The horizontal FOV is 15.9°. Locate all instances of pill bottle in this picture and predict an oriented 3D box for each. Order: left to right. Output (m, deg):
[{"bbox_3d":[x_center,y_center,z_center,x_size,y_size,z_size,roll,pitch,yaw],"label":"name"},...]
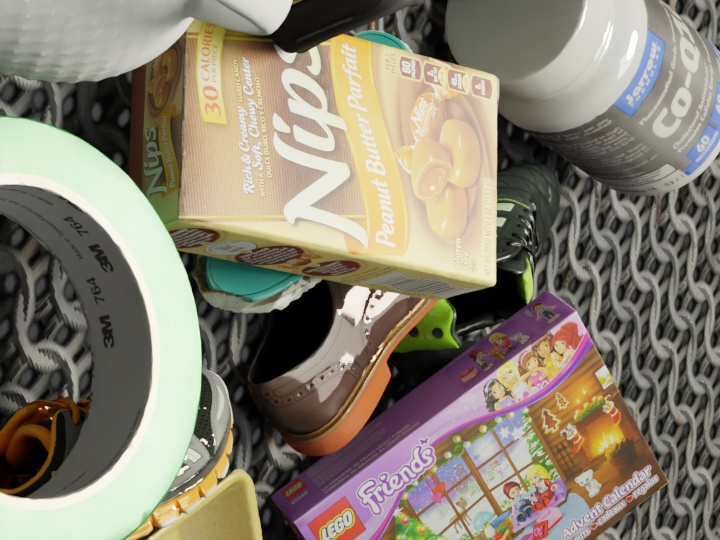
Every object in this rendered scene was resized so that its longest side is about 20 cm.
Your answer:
[{"bbox_3d":[0.138,-0.125,1.556,0.200,0.113,0.114,27,75,-55],"label":"pill bottle"}]

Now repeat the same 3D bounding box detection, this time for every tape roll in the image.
[{"bbox_3d":[-0.160,0.034,1.148,0.200,0.048,0.202,13,71,-42],"label":"tape roll"}]

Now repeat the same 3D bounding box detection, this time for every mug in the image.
[{"bbox_3d":[-0.119,-0.146,1.093,0.148,0.199,0.175,-66,154,-4],"label":"mug"}]

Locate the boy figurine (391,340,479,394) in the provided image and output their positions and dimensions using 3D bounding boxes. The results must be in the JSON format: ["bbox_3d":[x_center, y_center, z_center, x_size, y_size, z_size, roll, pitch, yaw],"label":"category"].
[{"bbox_3d":[0.061,0.145,1.534,0.124,0.064,0.201,-8,109,-22],"label":"boy figurine"}]

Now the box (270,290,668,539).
[{"bbox_3d":[0.064,0.125,1.467,0.200,0.039,0.137,-36,120,-9],"label":"box"}]

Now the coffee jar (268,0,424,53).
[{"bbox_3d":[-0.047,-0.198,1.219,0.200,0.104,0.085,52,45,-23],"label":"coffee jar"}]

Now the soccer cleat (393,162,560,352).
[{"bbox_3d":[0.077,-0.004,1.521,0.200,0.081,0.068,-39,128,-46],"label":"soccer cleat"}]

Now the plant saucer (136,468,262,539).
[{"bbox_3d":[-0.118,0.226,1.313,0.200,0.048,0.201,-36,126,-48],"label":"plant saucer"}]

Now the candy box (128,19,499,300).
[{"bbox_3d":[-0.021,-0.059,1.307,0.199,0.055,0.116,12,72,-36],"label":"candy box"}]

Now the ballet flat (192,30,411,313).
[{"bbox_3d":[-0.024,-0.042,1.383,0.200,0.071,0.072,-56,139,-30],"label":"ballet flat"}]

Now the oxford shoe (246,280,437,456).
[{"bbox_3d":[0.000,0.000,1.420,0.073,0.071,0.201,47,59,-44],"label":"oxford shoe"}]

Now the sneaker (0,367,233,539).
[{"bbox_3d":[-0.132,0.092,1.239,0.200,0.078,0.078,-39,121,-46],"label":"sneaker"}]
